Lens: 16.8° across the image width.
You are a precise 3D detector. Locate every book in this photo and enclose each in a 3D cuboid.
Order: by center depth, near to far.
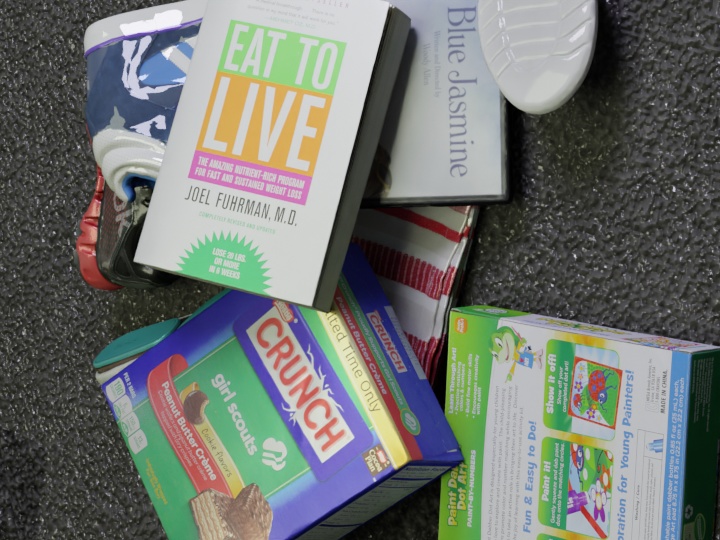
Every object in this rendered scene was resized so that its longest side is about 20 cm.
[{"bbox_3d":[-0.058,-0.085,1.586,0.133,0.048,0.201,13,86,20],"label":"book"}]

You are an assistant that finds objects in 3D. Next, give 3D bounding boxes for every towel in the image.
[{"bbox_3d":[0.000,0.000,1.657,0.143,0.023,0.201,19,104,22],"label":"towel"}]

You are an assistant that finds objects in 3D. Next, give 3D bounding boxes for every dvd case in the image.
[{"bbox_3d":[0.001,-0.112,1.611,0.199,0.018,0.144,-2,87,12],"label":"dvd case"}]

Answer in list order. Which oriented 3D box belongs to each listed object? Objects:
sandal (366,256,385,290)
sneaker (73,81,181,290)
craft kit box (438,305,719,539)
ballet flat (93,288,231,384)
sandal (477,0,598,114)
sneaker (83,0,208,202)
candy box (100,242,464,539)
[{"bbox_3d":[-0.049,-0.030,1.719,0.200,0.055,0.082,37,111,17],"label":"sandal"},{"bbox_3d":[-0.157,-0.077,1.798,0.098,0.071,0.202,17,107,41],"label":"sneaker"},{"bbox_3d":[0.137,0.134,1.564,0.197,0.048,0.201,10,100,39],"label":"craft kit box"},{"bbox_3d":[-0.118,0.059,1.787,0.200,0.069,0.070,-24,77,45],"label":"ballet flat"},{"bbox_3d":[0.113,-0.193,1.556,0.082,0.050,0.204,-21,66,27],"label":"sandal"},{"bbox_3d":[-0.090,-0.113,1.679,0.199,0.081,0.147,-10,80,4],"label":"sneaker"},{"bbox_3d":[-0.055,0.101,1.636,0.200,0.077,0.170,-35,71,25],"label":"candy box"}]
